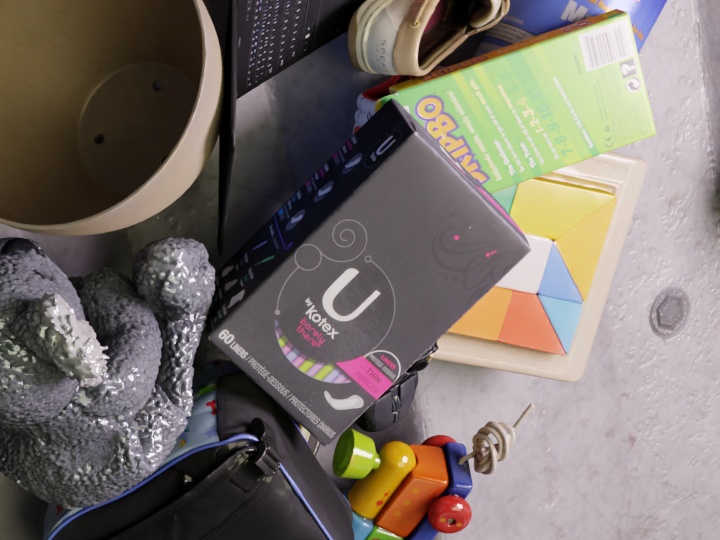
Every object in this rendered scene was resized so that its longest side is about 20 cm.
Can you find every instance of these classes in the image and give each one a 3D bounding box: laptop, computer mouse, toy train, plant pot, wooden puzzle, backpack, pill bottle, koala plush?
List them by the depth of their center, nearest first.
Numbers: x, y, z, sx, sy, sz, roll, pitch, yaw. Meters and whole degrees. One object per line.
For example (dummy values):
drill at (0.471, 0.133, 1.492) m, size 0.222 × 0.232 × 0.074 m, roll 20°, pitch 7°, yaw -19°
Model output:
koala plush at (-0.202, 0.053, 1.189) m, size 0.200 × 0.176 × 0.185 m, roll 36°, pitch 55°, yaw -72°
plant pot at (-0.169, -0.110, 1.234) m, size 0.201 × 0.200 × 0.134 m, roll -60°, pitch 159°, yaw -2°
laptop at (-0.041, -0.134, 1.283) m, size 0.200 × 0.177 × 0.103 m, roll -34°, pitch 76°, yaw -19°
backpack at (-0.121, 0.178, 1.348) m, size 0.199 × 0.147 × 0.183 m, roll -28°, pitch 120°, yaw 10°
computer mouse at (0.029, 0.088, 1.410) m, size 0.058 × 0.200 × 0.034 m, roll -27°, pitch 81°, yaw -14°
wooden puzzle at (0.120, -0.011, 1.438) m, size 0.199 × 0.037 × 0.186 m, roll 10°, pitch 103°, yaw -28°
pill bottle at (0.173, -0.208, 1.442) m, size 0.112 × 0.112 × 0.201 m, roll 28°, pitch 90°, yaw -35°
toy train at (0.032, 0.150, 1.452) m, size 0.115 × 0.085 × 0.200 m, roll 21°, pitch 123°, yaw -22°

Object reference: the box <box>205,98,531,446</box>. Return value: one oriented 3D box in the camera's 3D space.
box at (0.000, 0.000, 1.309) m, size 0.200 × 0.106 × 0.122 m, roll -45°, pitch 108°, yaw 7°

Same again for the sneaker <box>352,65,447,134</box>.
sneaker at (0.083, -0.105, 1.446) m, size 0.201 × 0.067 × 0.108 m, roll -11°, pitch 113°, yaw -26°

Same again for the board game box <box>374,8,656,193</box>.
board game box at (0.111, -0.112, 1.368) m, size 0.199 × 0.030 × 0.096 m, roll -20°, pitch 110°, yaw -11°

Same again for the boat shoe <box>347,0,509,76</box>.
boat shoe at (0.075, -0.202, 1.387) m, size 0.200 × 0.066 × 0.074 m, roll -46°, pitch 141°, yaw -28°

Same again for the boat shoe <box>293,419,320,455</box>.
boat shoe at (-0.021, 0.059, 1.430) m, size 0.066 × 0.072 × 0.202 m, roll 9°, pitch 96°, yaw -28°
